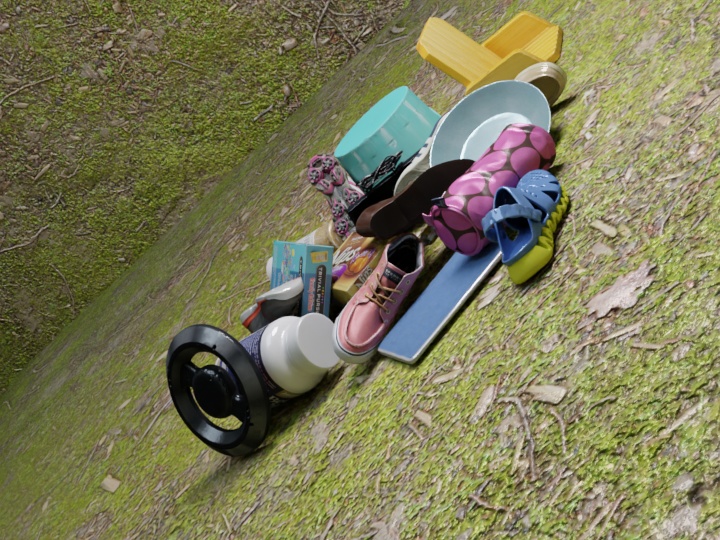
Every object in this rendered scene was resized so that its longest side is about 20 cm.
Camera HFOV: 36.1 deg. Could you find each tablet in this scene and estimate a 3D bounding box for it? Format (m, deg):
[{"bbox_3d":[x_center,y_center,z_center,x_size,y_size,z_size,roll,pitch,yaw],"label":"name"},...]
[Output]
[{"bbox_3d":[0.107,0.038,1.438,0.200,0.014,0.130,-50,17,-11],"label":"tablet"}]

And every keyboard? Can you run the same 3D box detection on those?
[{"bbox_3d":[0.057,-0.150,1.818,0.200,0.104,0.040,-40,45,-7],"label":"keyboard"}]

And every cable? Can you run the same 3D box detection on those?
[{"bbox_3d":[0.145,-0.097,1.604,0.097,0.050,0.201,-28,23,34],"label":"cable"}]

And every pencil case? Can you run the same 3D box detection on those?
[{"bbox_3d":[0.173,-0.114,1.468,0.093,0.091,0.200,15,49,43],"label":"pencil case"}]

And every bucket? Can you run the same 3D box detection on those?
[{"bbox_3d":[0.061,-0.215,1.948,0.207,0.135,0.208,-40,17,14],"label":"bucket"}]

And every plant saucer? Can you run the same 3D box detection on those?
[{"bbox_3d":[0.196,-0.185,1.624,0.199,0.039,0.203,-21,51,28],"label":"plant saucer"}]

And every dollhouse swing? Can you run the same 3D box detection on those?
[{"bbox_3d":[0.225,-0.403,1.922,0.181,0.176,0.201,-36,17,30],"label":"dollhouse swing"}]

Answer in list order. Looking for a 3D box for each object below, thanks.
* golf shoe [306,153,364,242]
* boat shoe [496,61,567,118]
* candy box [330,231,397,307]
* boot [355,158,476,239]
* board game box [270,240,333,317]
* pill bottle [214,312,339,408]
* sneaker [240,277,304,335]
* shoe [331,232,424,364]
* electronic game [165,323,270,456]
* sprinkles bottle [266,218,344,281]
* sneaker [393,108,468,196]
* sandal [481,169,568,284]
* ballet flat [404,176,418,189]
[{"bbox_3d":[-0.018,-0.112,1.905,0.072,0.201,0.092,-33,-27,11],"label":"golf shoe"},{"bbox_3d":[0.239,-0.242,1.692,0.200,0.072,0.065,-37,22,48],"label":"boat shoe"},{"bbox_3d":[0.000,0.000,1.724,0.117,0.056,0.200,-49,17,-10],"label":"candy box"},{"bbox_3d":[0.081,-0.101,1.610,0.185,0.065,0.200,-26,2,-3],"label":"boot"},{"bbox_3d":[-0.097,0.033,1.758,0.200,0.046,0.153,-170,84,-70],"label":"board game box"},{"bbox_3d":[-0.117,0.132,1.594,0.199,0.111,0.111,-30,22,44],"label":"pill bottle"},{"bbox_3d":[-0.119,0.071,1.674,0.077,0.082,0.200,-25,-7,-24],"label":"sneaker"},{"bbox_3d":[0.026,0.033,1.503,0.201,0.071,0.091,-55,-8,-43],"label":"shoe"},{"bbox_3d":[-0.206,0.172,1.583,0.199,0.201,0.041,-30,-2,42],"label":"electronic game"},{"bbox_3d":[-0.089,-0.029,1.996,0.199,0.068,0.068,-29,23,45],"label":"sprinkles bottle"},{"bbox_3d":[0.125,-0.178,1.778,0.201,0.075,0.085,-54,2,32],"label":"sneaker"},{"bbox_3d":[0.198,-0.074,1.351,0.079,0.087,0.201,-38,16,31],"label":"sandal"},{"bbox_3d":[0.083,-0.105,1.761,0.200,0.067,0.047,-41,18,37],"label":"ballet flat"}]
